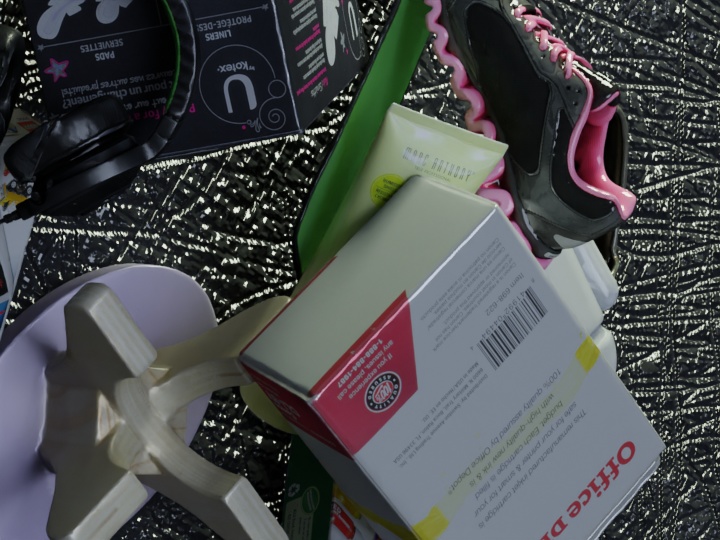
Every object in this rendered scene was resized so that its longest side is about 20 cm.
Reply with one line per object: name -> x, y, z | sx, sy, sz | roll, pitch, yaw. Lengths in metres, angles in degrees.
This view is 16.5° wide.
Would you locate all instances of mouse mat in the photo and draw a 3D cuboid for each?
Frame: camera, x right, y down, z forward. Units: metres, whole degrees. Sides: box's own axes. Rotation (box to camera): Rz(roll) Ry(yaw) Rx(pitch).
mouse mat -> 0.004, -0.083, 1.404 | 0.007, 0.161, 0.201 | 23, 75, 8

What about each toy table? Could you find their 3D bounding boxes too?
toy table -> -0.124, 0.082, 1.319 | 0.184, 0.117, 0.201 | 45, 66, -31

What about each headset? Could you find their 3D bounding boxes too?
headset -> -0.159, -0.067, 1.147 | 0.123, 0.094, 0.201 | 34, 95, -2

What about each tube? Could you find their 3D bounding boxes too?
tube -> 0.000, 0.000, 1.359 | 0.201, 0.052, 0.058 | -58, 163, 22

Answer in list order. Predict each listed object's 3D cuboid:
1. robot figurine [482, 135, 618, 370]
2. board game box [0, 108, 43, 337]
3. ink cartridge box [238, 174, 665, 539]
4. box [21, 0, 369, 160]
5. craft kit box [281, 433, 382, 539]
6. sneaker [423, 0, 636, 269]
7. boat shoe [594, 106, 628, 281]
robot figurine -> 0.079, 0.022, 1.460 | 0.169, 0.113, 0.201 | -30, 98, -28
board game box -> -0.243, -0.009, 1.211 | 0.199, 0.035, 0.127 | -12, 127, -51
ink cartridge box -> 0.052, 0.073, 1.323 | 0.145, 0.083, 0.200 | -46, 123, -14
box -> -0.082, -0.130, 1.272 | 0.200, 0.131, 0.116 | -55, 135, -73
craft kit box -> 0.034, 0.172, 1.434 | 0.197, 0.048, 0.201 | 42, 37, -35
sneaker -> 0.100, -0.103, 1.370 | 0.079, 0.095, 0.201 | -10, 83, -56
boat shoe -> 0.127, -0.010, 1.541 | 0.072, 0.060, 0.203 | 7, 89, -39
